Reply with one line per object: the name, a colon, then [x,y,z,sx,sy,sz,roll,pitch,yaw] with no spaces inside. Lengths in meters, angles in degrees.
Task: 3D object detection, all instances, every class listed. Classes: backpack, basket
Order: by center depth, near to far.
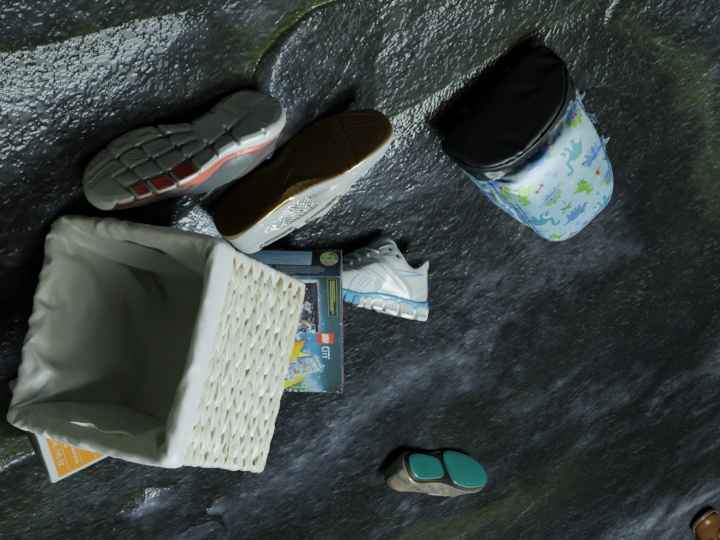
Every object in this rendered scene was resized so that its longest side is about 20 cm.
basket: [-0.180,0.068,1.133,0.161,0.197,0.202,21,79,-59]
backpack: [0.198,-0.123,1.388,0.163,0.154,0.200,-45,159,-4]

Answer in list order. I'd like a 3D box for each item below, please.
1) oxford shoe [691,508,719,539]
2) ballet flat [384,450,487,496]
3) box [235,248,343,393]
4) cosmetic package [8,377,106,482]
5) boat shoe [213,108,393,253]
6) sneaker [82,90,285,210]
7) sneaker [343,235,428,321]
oxford shoe: [0.790,0.590,2.797,0.071,0.071,0.200,-36,144,-1]
ballet flat: [0.106,0.301,1.844,0.067,0.068,0.199,-35,146,30]
box: [-0.086,0.057,1.338,0.135,0.038,0.201,1,139,0]
cosmetic package: [-0.249,0.125,1.290,0.199,0.071,0.102,-26,143,-20]
boat shoe: [-0.051,-0.087,1.244,0.199,0.071,0.069,-32,147,3]
sneaker: [-0.154,-0.090,1.137,0.199,0.077,0.082,-24,149,-21]
sneaker: [0.000,0.000,1.402,0.199,0.075,0.087,12,88,-41]
